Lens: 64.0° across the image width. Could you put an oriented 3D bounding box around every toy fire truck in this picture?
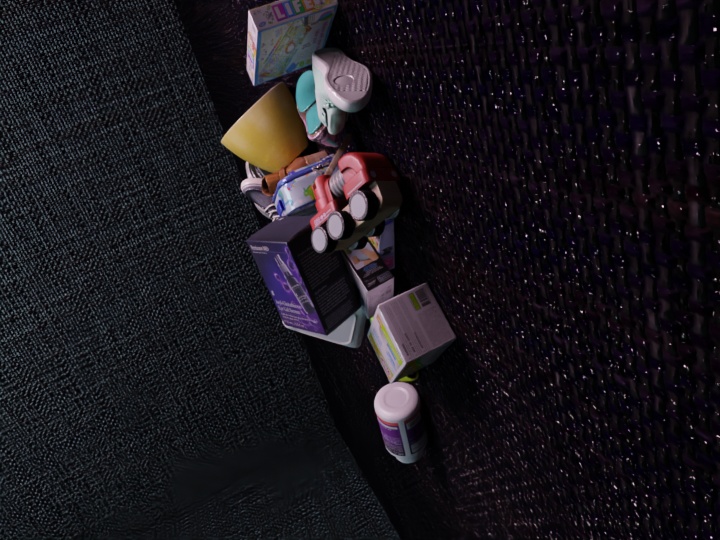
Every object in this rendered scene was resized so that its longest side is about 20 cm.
[{"bbox_3d":[-0.016,-0.152,0.965,0.175,0.127,0.203,-35,70,46],"label":"toy fire truck"}]

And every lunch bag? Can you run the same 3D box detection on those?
[{"bbox_3d":[-0.101,-0.161,1.186,0.084,0.159,0.200,65,168,0],"label":"lunch bag"}]

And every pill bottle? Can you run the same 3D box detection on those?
[{"bbox_3d":[0.103,0.377,1.406,0.113,0.111,0.202,49,158,51],"label":"pill bottle"}]

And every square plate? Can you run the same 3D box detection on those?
[{"bbox_3d":[-0.085,0.103,1.301,0.199,0.197,0.029,102,-175,-53],"label":"square plate"}]

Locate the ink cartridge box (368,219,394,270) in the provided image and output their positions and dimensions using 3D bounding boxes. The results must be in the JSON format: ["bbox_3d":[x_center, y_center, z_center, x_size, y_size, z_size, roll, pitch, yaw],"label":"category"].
[{"bbox_3d":[0.021,-0.098,1.078,0.120,0.041,0.201,58,163,32],"label":"ink cartridge box"}]

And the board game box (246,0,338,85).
[{"bbox_3d":[-0.117,-0.377,0.939,0.035,0.133,0.200,65,167,-1],"label":"board game box"}]

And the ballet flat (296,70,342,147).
[{"bbox_3d":[-0.073,-0.288,1.054,0.071,0.069,0.202,35,-153,-40],"label":"ballet flat"}]

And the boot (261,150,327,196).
[{"bbox_3d":[-0.151,-0.200,1.329,0.078,0.153,0.200,65,167,0],"label":"boot"}]

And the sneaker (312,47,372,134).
[{"bbox_3d":[-0.025,-0.259,0.898,0.201,0.072,0.120,-114,15,-50],"label":"sneaker"}]

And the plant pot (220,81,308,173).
[{"bbox_3d":[-0.202,-0.311,1.335,0.142,0.200,0.200,47,171,-13],"label":"plant pot"}]

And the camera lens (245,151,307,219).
[{"bbox_3d":[-0.212,-0.236,1.499,0.162,0.158,0.200,62,167,15],"label":"camera lens"}]

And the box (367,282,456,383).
[{"bbox_3d":[0.087,0.121,1.053,0.114,0.100,0.200,63,166,16],"label":"box"}]

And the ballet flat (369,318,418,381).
[{"bbox_3d":[0.081,0.157,1.253,0.067,0.066,0.203,7,124,50],"label":"ballet flat"}]

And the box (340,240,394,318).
[{"bbox_3d":[-0.010,-0.020,1.126,0.201,0.059,0.117,57,166,26],"label":"box"}]

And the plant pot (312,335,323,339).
[{"bbox_3d":[-0.084,0.057,1.420,0.201,0.198,0.184,48,163,53],"label":"plant pot"}]

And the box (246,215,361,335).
[{"bbox_3d":[-0.107,0.005,1.100,0.147,0.104,0.202,4,124,50],"label":"box"}]

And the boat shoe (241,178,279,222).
[{"bbox_3d":[-0.197,-0.143,1.377,0.074,0.198,0.094,-29,50,45],"label":"boat shoe"}]
